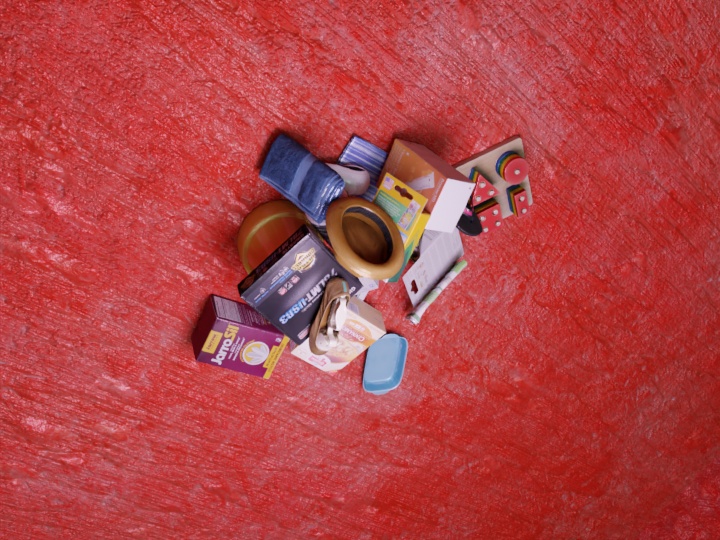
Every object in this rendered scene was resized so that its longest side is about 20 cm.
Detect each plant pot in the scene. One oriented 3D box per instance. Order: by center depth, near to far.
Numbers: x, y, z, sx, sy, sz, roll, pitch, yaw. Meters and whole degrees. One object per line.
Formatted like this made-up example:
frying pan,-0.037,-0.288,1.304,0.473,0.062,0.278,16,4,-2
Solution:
plant pot,-0.165,-0.026,1.617,0.197,0.190,0.204,-10,124,-15

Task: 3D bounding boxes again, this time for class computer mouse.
computer mouse,-0.070,-0.207,1.613,0.196,0.044,0.112,4,111,-13

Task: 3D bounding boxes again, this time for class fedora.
fedora,-0.002,-0.055,1.488,0.197,0.204,0.082,10,144,-27

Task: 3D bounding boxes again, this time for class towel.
towel,-0.126,-0.198,1.525,0.048,0.199,0.113,-5,129,-56
towel,-0.011,-0.200,1.677,0.143,0.024,0.202,22,109,-32
towel,0.194,0.058,1.829,0.031,0.149,0.200,43,86,0

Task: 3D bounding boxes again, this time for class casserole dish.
casserole dish,0.063,0.249,1.968,0.119,0.039,0.204,-3,120,-20

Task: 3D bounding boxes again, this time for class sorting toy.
sorting toy,0.338,-0.198,1.792,0.197,0.070,0.201,-25,126,-6

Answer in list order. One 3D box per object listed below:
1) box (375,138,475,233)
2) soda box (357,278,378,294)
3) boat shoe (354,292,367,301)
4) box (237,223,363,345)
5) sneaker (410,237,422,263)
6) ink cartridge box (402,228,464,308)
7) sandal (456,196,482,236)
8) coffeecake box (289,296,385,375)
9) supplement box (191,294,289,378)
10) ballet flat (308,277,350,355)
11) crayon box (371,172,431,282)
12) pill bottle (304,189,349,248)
box,0.143,-0.192,1.625,0.096,0.200,0.126,4,120,-42
soda box,-0.053,0.025,1.718,0.197,0.069,0.064,-17,129,23
boat shoe,0.000,0.000,1.771,0.070,0.072,0.203,7,119,-30
box,-0.125,0.034,1.525,0.199,0.050,0.199,-41,125,6
sneaker,0.136,-0.084,1.777,0.076,0.075,0.202,-35,132,-10
ink cartridge box,0.170,-0.027,1.780,0.200,0.057,0.163,-43,147,-11
sandal,0.234,-0.171,1.717,0.075,0.045,0.202,-34,96,-38
coffeecake box,-0.060,0.157,1.813,0.152,0.074,0.199,32,119,-34
supplement box,-0.288,0.161,1.732,0.197,0.104,0.132,18,112,-29
ballet flat,-0.061,0.114,1.527,0.067,0.073,0.203,5,119,-29
crayon box,0.068,-0.092,1.565,0.051,0.125,0.203,2,120,-56
pill bottle,-0.044,-0.105,1.626,0.105,0.107,0.200,-36,149,2
